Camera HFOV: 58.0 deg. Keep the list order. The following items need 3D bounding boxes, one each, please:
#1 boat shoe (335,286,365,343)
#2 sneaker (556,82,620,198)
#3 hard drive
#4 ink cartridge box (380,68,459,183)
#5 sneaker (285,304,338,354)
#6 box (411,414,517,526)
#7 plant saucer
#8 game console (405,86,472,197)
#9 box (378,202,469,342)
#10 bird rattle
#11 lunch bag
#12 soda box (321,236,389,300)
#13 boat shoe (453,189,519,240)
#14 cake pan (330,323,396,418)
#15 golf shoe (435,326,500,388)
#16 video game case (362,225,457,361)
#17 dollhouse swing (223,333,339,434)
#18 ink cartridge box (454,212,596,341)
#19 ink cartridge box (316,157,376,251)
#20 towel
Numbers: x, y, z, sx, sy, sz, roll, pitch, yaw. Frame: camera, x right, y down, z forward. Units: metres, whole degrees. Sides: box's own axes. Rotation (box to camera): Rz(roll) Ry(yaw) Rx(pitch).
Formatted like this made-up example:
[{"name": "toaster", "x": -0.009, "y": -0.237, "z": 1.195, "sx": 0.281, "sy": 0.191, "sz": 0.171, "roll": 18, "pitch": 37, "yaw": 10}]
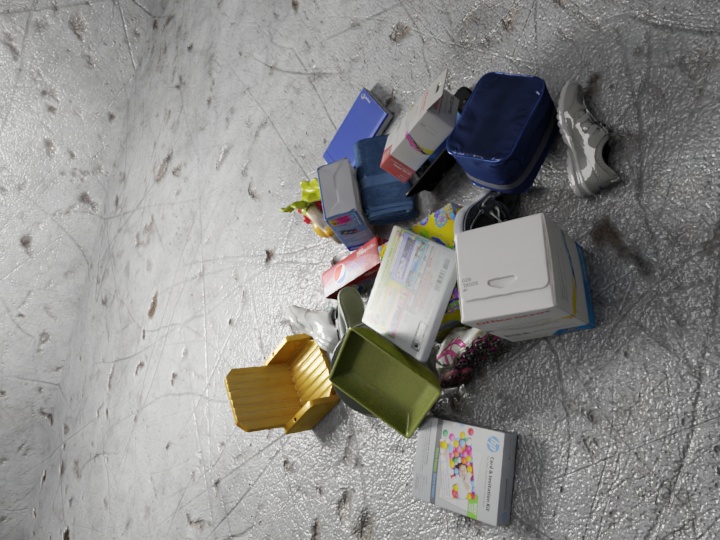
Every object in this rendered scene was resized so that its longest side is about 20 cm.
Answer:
[{"name": "boat shoe", "x": -0.018, "y": 0.139, "z": 1.432, "sx": 0.066, "sy": 0.074, "sz": 0.200, "roll": 142, "pitch": 113, "yaw": -71}, {"name": "sneaker", "x": 0.380, "y": -0.220, "z": 1.073, "sx": 0.082, "sy": 0.075, "sz": 0.200, "roll": -15, "pitch": 76, "yaw": 32}, {"name": "hard drive", "x": -0.011, "y": -0.322, "z": 1.567, "sx": 0.200, "sy": 0.025, "sz": 0.132, "roll": -56, "pitch": 45, "yaw": 24}, {"name": "ink cartridge box", "x": 0.126, "y": -0.279, "z": 1.257, "sx": 0.200, "sy": 0.067, "sz": 0.117, "roll": -46, "pitch": 20, "yaw": 41}, {"name": "sneaker", "x": -0.095, "y": 0.117, "z": 1.534, "sx": 0.200, "sy": 0.075, "sz": 0.089, "roll": 33, "pitch": 94, "yaw": 41}, {"name": "box", "x": 0.182, "y": 0.353, "z": 1.168, "sx": 0.200, "sy": 0.041, "sz": 0.156, "roll": 0, "pitch": 81, "yaw": 48}, {"name": "plant saucer", "x": 0.050, "y": 0.203, "z": 1.227, "sx": 0.200, "sy": 0.048, "sz": 0.200, "roll": 35, "pitch": 140, "yaw": 11}, {"name": "game console", "x": 0.153, "y": -0.259, "z": 1.294, "sx": 0.200, "sy": 0.116, "sz": 0.176, "roll": -48, "pitch": 49, "yaw": 29}, {"name": "box", "x": 0.154, "y": 0.010, "z": 1.221, "sx": 0.200, "sy": 0.122, "sz": 0.193, "roll": -30, "pitch": 59, "yaw": 42}, {"name": "bird rattle", "x": -0.100, "y": -0.118, "z": 1.519, "sx": 0.113, "sy": 0.200, "sz": 0.163, "roll": -41, "pitch": 72, "yaw": -5}, {"name": "lunch bag", "x": 0.258, "y": -0.242, "z": 1.139, "sx": 0.136, "sy": 0.132, "sz": 0.200, "roll": 23, "pitch": 79, "yaw": 38}, {"name": "soda box", "x": 0.000, "y": 0.000, "z": 1.441, "sx": 0.200, "sy": 0.070, "sz": 0.063, "roll": -33, "pitch": 57, "yaw": 40}, {"name": "boat shoe", "x": 0.226, "y": -0.092, "z": 1.134, "sx": 0.068, "sy": 0.200, "sz": 0.072, "roll": -11, "pitch": 109, "yaw": 38}, {"name": "cake pan", "x": 0.020, "y": 0.208, "z": 1.337, "sx": 0.200, "sy": 0.037, "sz": 0.200, "roll": 1, "pitch": 93, "yaw": 29}, {"name": "golf shoe", "x": 0.181, "y": 0.134, "z": 1.159, "sx": 0.200, "sy": 0.073, "sz": 0.092, "roll": 119, "pitch": 143, "yaw": -52}, {"name": "video game case", "x": 0.091, "y": 0.037, "z": 1.179, "sx": 0.182, "sy": 0.022, "sz": 0.200, "roll": 30, "pitch": 105, "yaw": 49}, {"name": "dollhouse swing", "x": -0.190, "y": 0.260, "z": 1.516, "sx": 0.182, "sy": 0.176, "sz": 0.200, "roll": -49, "pitch": 47, "yaw": 30}, {"name": "ink cartridge box", "x": 0.259, "y": 0.018, "z": 1.017, "sx": 0.147, "sy": 0.200, "sz": 0.145, "roll": -14, "pitch": 69, "yaw": 31}, {"name": "ink cartridge box", "x": -0.022, "y": -0.134, "z": 1.436, "sx": 0.076, "sy": 0.200, "sz": 0.137, "roll": -16, "pitch": 64, "yaw": 13}, {"name": "towel", "x": 0.051, "y": -0.196, "z": 1.409, "sx": 0.049, "sy": 0.112, "sz": 0.200, "roll": 89, "pitch": 172, "yaw": -70}]
